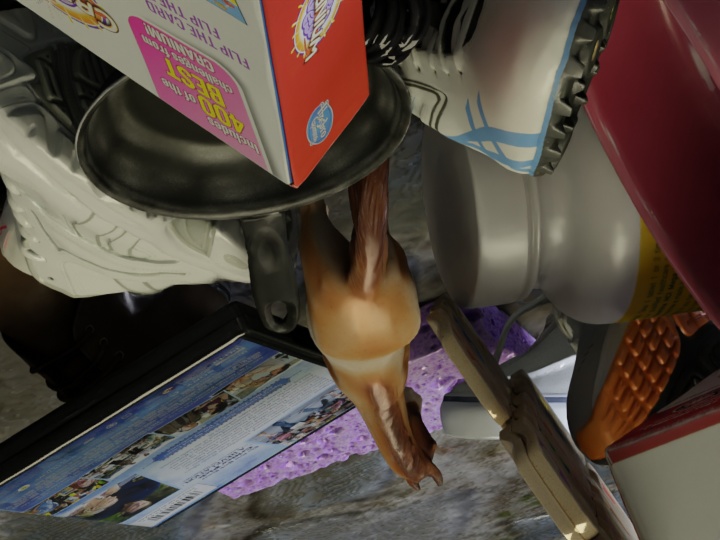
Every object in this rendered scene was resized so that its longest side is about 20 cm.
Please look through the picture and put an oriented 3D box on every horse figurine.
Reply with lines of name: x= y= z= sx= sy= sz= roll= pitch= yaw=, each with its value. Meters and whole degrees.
horse figurine: x=0.000 y=0.000 z=0.954 sx=0.050 sy=0.133 sz=0.200 roll=-9 pitch=157 yaw=-3

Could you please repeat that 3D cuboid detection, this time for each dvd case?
dvd case: x=-0.074 y=0.067 z=1.030 sx=0.142 sy=0.018 sz=0.200 roll=-32 pitch=163 yaw=11

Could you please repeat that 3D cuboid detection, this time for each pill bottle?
pill bottle: x=0.131 y=-0.039 z=0.960 sx=0.199 sy=0.113 sz=0.113 roll=-8 pitch=157 yaw=-13

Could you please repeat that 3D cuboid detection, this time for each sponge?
sponge: x=-0.008 y=0.069 z=1.241 sx=0.199 sy=0.030 sz=0.112 roll=-20 pitch=156 yaw=16

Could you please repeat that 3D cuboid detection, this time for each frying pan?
frying pan: x=-0.024 y=-0.039 z=0.828 sx=0.114 sy=0.031 sz=0.190 roll=-20 pitch=151 yaw=18

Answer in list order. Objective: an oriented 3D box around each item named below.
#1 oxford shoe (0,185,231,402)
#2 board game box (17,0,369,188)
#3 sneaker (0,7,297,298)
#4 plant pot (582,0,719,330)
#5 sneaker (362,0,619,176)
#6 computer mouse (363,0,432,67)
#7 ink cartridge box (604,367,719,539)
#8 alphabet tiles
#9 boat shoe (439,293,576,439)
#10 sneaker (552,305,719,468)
oxford shoe: x=-0.119 y=0.017 z=0.995 sx=0.072 sy=0.085 sz=0.199 roll=-26 pitch=152 yaw=32
board game box: x=-0.072 y=-0.118 z=0.640 sx=0.040 sy=0.153 sz=0.200 roll=-51 pitch=164 yaw=-17
sneaker: x=-0.108 y=-0.029 z=0.894 sx=0.099 sy=0.078 sz=0.200 roll=-22 pitch=150 yaw=23
plant pot: x=0.179 y=-0.086 z=0.805 sx=0.178 sy=0.201 sz=0.200 roll=-28 pitch=157 yaw=-4
sneaker: x=0.037 y=-0.077 z=0.787 sx=0.072 sy=0.072 sz=0.200 roll=20 pitch=-177 yaw=-10
computer mouse: x=0.052 y=-0.147 z=0.708 sx=0.199 sy=0.110 sz=0.044 roll=-28 pitch=161 yaw=13
ink cartridge box: x=0.206 y=0.058 z=0.929 sx=0.144 sy=0.084 sz=0.200 roll=-25 pitch=179 yaw=31
alphabet tiles: x=0.089 y=0.092 z=0.942 sx=0.015 sy=0.196 sz=0.200 roll=-35 pitch=-179 yaw=5
boat shoe: x=0.117 y=0.030 z=1.161 sx=0.201 sy=0.087 sz=0.074 roll=-10 pitch=-172 yaw=-38
sneaker: x=0.121 y=0.029 z=1.057 sx=0.092 sy=0.076 sz=0.200 roll=-19 pitch=-160 yaw=34
